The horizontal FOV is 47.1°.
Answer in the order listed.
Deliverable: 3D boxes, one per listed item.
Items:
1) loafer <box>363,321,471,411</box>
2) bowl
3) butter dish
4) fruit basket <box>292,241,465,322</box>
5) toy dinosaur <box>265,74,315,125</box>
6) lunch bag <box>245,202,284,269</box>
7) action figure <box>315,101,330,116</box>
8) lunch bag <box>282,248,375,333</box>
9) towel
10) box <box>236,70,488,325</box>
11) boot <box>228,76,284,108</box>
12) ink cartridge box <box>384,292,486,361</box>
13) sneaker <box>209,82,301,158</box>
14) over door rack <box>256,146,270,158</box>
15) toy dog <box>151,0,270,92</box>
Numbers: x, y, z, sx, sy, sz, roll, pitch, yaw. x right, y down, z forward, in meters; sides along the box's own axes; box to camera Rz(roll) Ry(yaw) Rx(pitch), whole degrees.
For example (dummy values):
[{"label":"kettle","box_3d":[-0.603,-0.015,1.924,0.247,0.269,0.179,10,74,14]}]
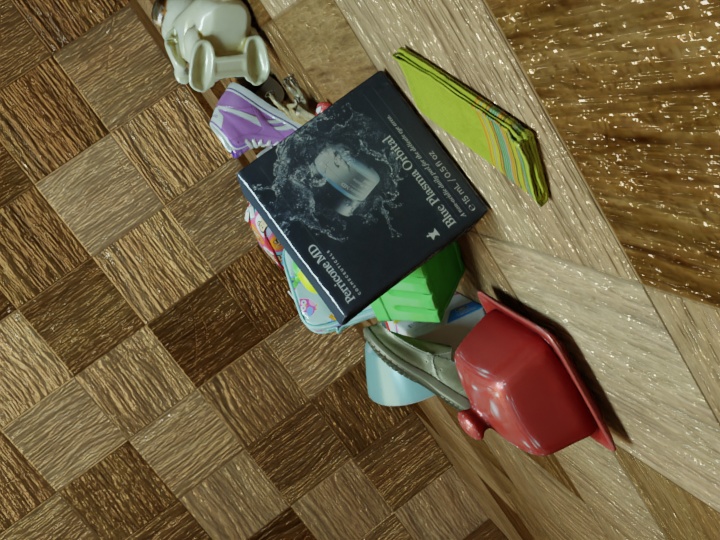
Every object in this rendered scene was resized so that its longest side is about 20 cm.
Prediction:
[{"label":"loafer","box_3d":[0.094,0.127,1.146,0.200,0.067,0.076,34,169,10]},{"label":"bowl","box_3d":[0.087,0.145,1.499,0.105,0.201,0.201,65,169,-20]},{"label":"butter dish","box_3d":[0.187,0.153,1.030,0.200,0.148,0.199,56,173,-23]},{"label":"fruit basket","box_3d":[0.019,-0.022,1.104,0.215,0.156,0.216,24,158,10]},{"label":"toy dinosaur","box_3d":[-0.104,-0.257,1.330,0.101,0.058,0.200,55,173,-20]},{"label":"lunch bag","box_3d":[-0.089,-0.108,1.374,0.082,0.200,0.176,48,169,28]},{"label":"action figure","box_3d":[-0.074,-0.158,1.254,0.052,0.200,0.065,21,-159,12]},{"label":"lunch bag","box_3d":[-0.017,0.009,1.288,0.077,0.200,0.161,85,167,-82]},{"label":"towel","box_3d":[0.097,-0.134,0.755,0.200,0.018,0.086,48,170,43]},{"label":"box","box_3d":[0.001,-0.077,0.927,0.197,0.200,0.117,53,173,3]},{"label":"boot","box_3d":[-0.226,-0.365,1.512,0.200,0.074,0.155,52,169,-13]},{"label":"ink cartridge box","box_3d":[0.112,0.086,1.287,0.200,0.116,0.067,-147,35,-72]},{"label":"sneaker","box_3d":[-0.172,-0.232,1.464,0.200,0.114,0.073,29,167,-11]},{"label":"over door rack","box_3d":[-0.081,-0.162,1.535,0.200,0.067,0.148,33,-175,-32]},{"label":"toy dog","box_3d":[-0.263,-0.392,1.339,0.200,0.139,0.194,34,140,46]}]
